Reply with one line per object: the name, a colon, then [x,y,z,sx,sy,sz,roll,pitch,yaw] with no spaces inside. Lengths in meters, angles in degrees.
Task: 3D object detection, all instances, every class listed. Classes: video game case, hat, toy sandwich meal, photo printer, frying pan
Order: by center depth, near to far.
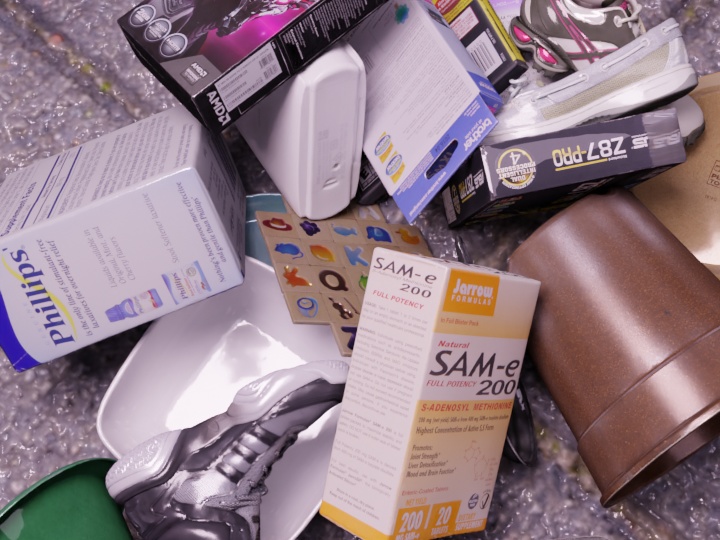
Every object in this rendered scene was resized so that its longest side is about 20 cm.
hat: [-0.179,0.262,0.698,0.175,0.201,0.166,37,76,21]
frying pan: [0.104,0.079,0.784,0.031,0.115,0.192,-21,113,20]
photo printer: [-0.071,-0.169,0.840,0.069,0.168,0.201,-21,55,-21]
toy sandwich meal: [0.333,-0.082,0.868,0.202,0.070,0.209,-6,75,24]
video game case: [0.035,-0.193,0.870,0.199,0.025,0.183,-39,65,30]

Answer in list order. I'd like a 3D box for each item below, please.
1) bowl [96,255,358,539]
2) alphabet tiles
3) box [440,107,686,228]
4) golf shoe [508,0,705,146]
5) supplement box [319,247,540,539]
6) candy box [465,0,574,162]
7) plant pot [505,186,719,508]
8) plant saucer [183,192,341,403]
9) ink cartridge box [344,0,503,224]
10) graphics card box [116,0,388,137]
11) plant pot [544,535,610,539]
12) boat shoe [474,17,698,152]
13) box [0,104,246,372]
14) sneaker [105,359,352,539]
bowl: [-0.090,0.109,0.780,0.198,0.075,0.201,33,74,10]
alphabet tiles: [0.000,0.000,0.817,0.164,0.006,0.201,3,42,-27]
box: [0.162,-0.082,0.810,0.158,0.200,0.050,-13,87,-6]
golf shoe: [0.225,-0.186,0.826,0.199,0.089,0.077,36,44,5]
supplement box: [0.054,0.093,0.705,0.073,0.125,0.203,16,96,42]
candy box: [0.118,-0.207,0.922,0.165,0.072,0.203,-17,72,-7]
plant pot: [0.221,0.054,0.778,0.198,0.201,0.199,-30,67,-11]
plant saucer: [-0.083,0.027,0.861,0.196,0.027,0.204,0,72,-1]
ink cartridge box: [0.043,-0.149,0.805,0.120,0.042,0.202,-48,51,28]
graphics card box: [-0.077,-0.209,0.740,0.199,0.051,0.125,-40,58,-9]
plant pot: [0.082,0.311,0.686,0.196,0.178,0.203,-4,70,-2]
boat shoe: [0.174,-0.147,0.787,0.199,0.074,0.066,-17,87,14]
box: [-0.201,-0.036,0.777,0.197,0.185,0.106,-20,116,3]
sneaker: [-0.078,0.152,0.690,0.198,0.076,0.115,-27,74,-4]
